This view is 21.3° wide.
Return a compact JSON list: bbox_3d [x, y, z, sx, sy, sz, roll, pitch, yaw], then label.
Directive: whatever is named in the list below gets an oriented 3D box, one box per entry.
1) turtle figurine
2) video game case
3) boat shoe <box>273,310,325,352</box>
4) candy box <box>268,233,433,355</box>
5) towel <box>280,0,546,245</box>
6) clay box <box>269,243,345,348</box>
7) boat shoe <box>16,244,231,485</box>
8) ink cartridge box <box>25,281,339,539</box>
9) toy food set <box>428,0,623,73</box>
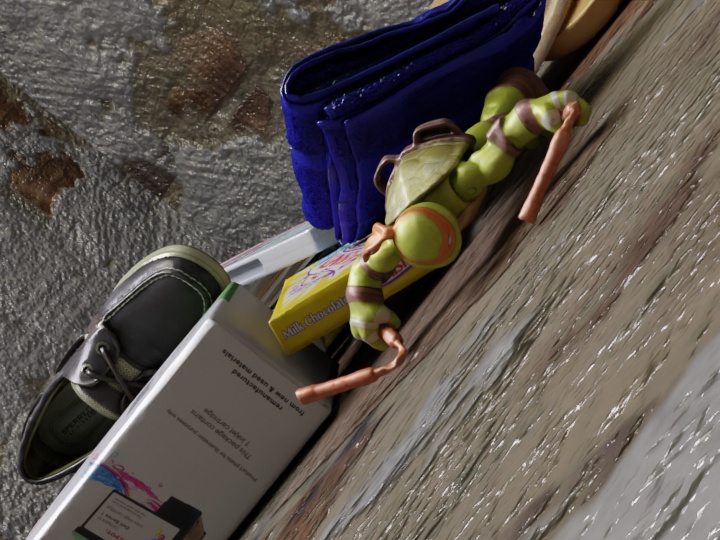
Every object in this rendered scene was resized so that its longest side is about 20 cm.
[{"bbox_3d":[0.036,-0.033,0.902,0.200,0.064,0.161,-50,4,28],"label":"turtle figurine"},{"bbox_3d":[-0.048,-0.016,1.269,0.200,0.017,0.143,-23,5,45],"label":"video game case"},{"bbox_3d":[-0.098,0.098,1.214,0.200,0.072,0.068,-49,9,8],"label":"boat shoe"},{"bbox_3d":[0.000,0.000,1.089,0.102,0.026,0.200,-33,5,3],"label":"candy box"},{"bbox_3d":[0.033,-0.081,1.029,0.148,0.050,0.200,-26,-15,-6],"label":"towel"},{"bbox_3d":[-0.072,0.075,1.300,0.200,0.048,0.115,-50,2,12],"label":"clay box"},{"bbox_3d":[-0.145,0.066,1.156,0.201,0.072,0.066,-46,10,36],"label":"boat shoe"},{"bbox_3d":[-0.105,0.115,1.052,0.200,0.084,0.145,-51,4,6],"label":"ink cartridge box"},{"bbox_3d":[0.090,-0.151,1.214,0.200,0.049,0.198,-59,21,14],"label":"toy food set"}]
